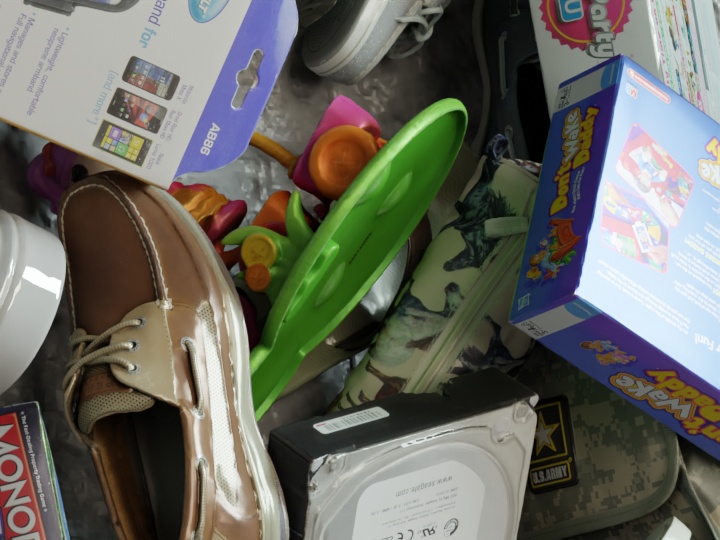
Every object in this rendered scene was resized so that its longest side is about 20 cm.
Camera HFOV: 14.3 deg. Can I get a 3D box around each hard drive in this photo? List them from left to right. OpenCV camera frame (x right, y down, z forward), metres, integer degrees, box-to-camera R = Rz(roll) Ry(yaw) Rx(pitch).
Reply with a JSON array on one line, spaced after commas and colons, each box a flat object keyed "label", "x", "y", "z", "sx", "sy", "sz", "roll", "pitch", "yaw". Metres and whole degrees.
[{"label": "hard drive", "x": 0.009, "y": 0.152, "z": 1.327, "sx": 0.140, "sy": 0.038, "sz": 0.200, "roll": -13, "pitch": 123, "yaw": -39}]

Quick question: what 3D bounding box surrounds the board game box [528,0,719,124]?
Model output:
[{"label": "board game box", "x": 0.139, "y": -0.123, "z": 1.474, "sx": 0.200, "sy": 0.064, "sz": 0.148, "roll": 14, "pitch": 66, "yaw": -74}]

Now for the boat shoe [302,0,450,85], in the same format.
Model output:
[{"label": "boat shoe", "x": 0.039, "y": -0.161, "z": 1.480, "sx": 0.065, "sy": 0.074, "sz": 0.202, "roll": 45, "pitch": 50, "yaw": -13}]

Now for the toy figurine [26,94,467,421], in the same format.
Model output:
[{"label": "toy figurine", "x": -0.082, "y": -0.046, "z": 1.334, "sx": 0.184, "sy": 0.150, "sz": 0.200, "roll": 36, "pitch": 95, "yaw": 11}]

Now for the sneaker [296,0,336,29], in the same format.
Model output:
[{"label": "sneaker", "x": -0.098, "y": -0.193, "z": 1.407, "sx": 0.200, "sy": 0.077, "sz": 0.089, "roll": 31, "pitch": 30, "yaw": -24}]

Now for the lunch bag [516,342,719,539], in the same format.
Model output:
[{"label": "lunch bag", "x": 0.143, "y": 0.108, "z": 1.425, "sx": 0.200, "sy": 0.164, "sz": 0.118, "roll": 54, "pitch": 52, "yaw": -12}]

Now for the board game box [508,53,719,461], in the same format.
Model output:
[{"label": "board game box", "x": 0.166, "y": 0.009, "z": 1.338, "sx": 0.200, "sy": 0.045, "sz": 0.135, "roll": 33, "pitch": 54, "yaw": -28}]

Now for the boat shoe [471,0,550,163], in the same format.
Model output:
[{"label": "boat shoe", "x": 0.099, "y": -0.099, "z": 1.512, "sx": 0.073, "sy": 0.062, "sz": 0.200, "roll": 22, "pitch": 66, "yaw": -29}]

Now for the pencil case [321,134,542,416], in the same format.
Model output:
[{"label": "pencil case", "x": 0.043, "y": 0.037, "z": 1.377, "sx": 0.078, "sy": 0.089, "sz": 0.200, "roll": 32, "pitch": 89, "yaw": 15}]

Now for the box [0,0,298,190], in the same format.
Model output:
[{"label": "box", "x": -0.130, "y": -0.119, "z": 1.235, "sx": 0.200, "sy": 0.041, "sz": 0.119, "roll": 24, "pitch": 93, "yaw": -15}]

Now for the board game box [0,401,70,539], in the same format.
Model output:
[{"label": "board game box", "x": -0.164, "y": 0.164, "z": 1.196, "sx": 0.200, "sy": 0.062, "sz": 0.200, "roll": -10, "pitch": 82, "yaw": -7}]

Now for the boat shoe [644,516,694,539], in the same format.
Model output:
[{"label": "boat shoe", "x": 0.114, "y": 0.200, "z": 1.364, "sx": 0.062, "sy": 0.200, "sz": 0.075, "roll": 39, "pitch": 27, "yaw": 4}]

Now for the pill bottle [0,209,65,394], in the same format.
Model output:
[{"label": "pill bottle", "x": -0.230, "y": -0.019, "z": 1.220, "sx": 0.200, "sy": 0.111, "sz": 0.111, "roll": 26, "pitch": 64, "yaw": -28}]

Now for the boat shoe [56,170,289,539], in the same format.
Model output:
[{"label": "boat shoe", "x": -0.091, "y": 0.048, "z": 1.246, "sx": 0.072, "sy": 0.076, "sz": 0.200, "roll": -1, "pitch": 65, "yaw": -54}]

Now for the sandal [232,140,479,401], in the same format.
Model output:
[{"label": "sandal", "x": 0.000, "y": 0.001, "z": 1.415, "sx": 0.201, "sy": 0.057, "sz": 0.080, "roll": -42, "pitch": 101, "yaw": -34}]
